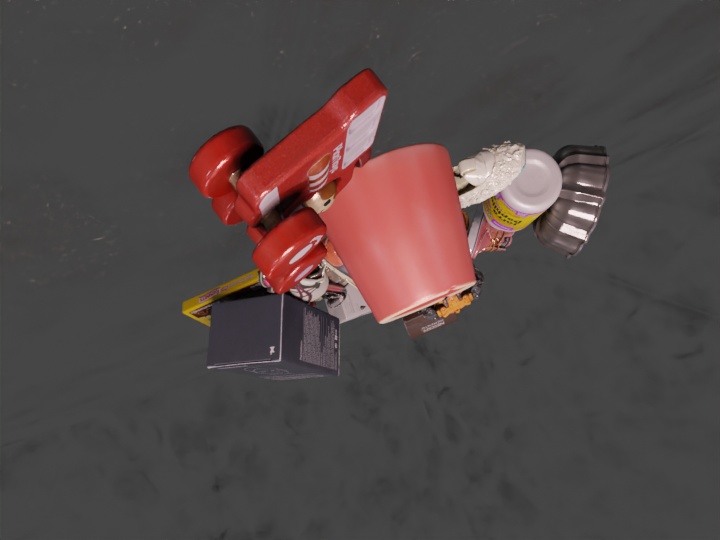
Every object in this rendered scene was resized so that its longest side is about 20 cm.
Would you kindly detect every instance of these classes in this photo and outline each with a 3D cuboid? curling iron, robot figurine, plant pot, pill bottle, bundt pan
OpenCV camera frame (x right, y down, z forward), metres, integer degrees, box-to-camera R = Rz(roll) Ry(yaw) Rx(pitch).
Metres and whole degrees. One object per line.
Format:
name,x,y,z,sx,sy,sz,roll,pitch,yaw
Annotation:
curling iron,-0.107,0.031,0.960,0.196,0.026,0.050,16,116,-34
robot figurine,0.150,0.007,0.978,0.142,0.059,0.202,-27,130,7
plant pot,0.057,-0.040,0.696,0.196,0.181,0.201,-21,170,-4
pill bottle,0.275,-0.130,0.926,0.102,0.107,0.200,-21,171,-1
bundt pan,0.367,-0.131,0.946,0.074,0.208,0.202,12,171,3

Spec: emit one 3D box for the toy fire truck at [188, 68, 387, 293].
toy fire truck,-0.049,-0.080,0.482,0.167,0.113,0.200,-39,175,-9

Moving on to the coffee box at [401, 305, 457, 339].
coffee box,0.122,0.028,1.135,0.110,0.203,0.080,-21,144,5

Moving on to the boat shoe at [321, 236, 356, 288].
boat shoe,0.000,0.000,0.933,0.061,0.073,0.199,-16,143,35

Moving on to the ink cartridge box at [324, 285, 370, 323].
ink cartridge box,0.009,0.042,1.249,0.197,0.119,0.067,-16,171,-37

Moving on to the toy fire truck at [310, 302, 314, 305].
toy fire truck,-0.179,0.115,1.138,0.196,0.144,0.049,-17,171,-27

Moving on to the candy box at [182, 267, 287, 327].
candy box,-0.207,0.051,0.927,0.196,0.027,0.102,-22,148,20

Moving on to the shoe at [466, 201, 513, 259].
shoe,0.261,-0.070,1.055,0.201,0.089,0.073,-55,167,-54

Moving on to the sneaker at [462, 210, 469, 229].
sneaker,0.125,-0.065,1.067,0.198,0.079,0.077,-37,165,21

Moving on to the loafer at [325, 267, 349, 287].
loafer,-0.068,0.008,1.032,0.062,0.074,0.199,-9,168,-31

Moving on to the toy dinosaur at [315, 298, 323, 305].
toy dinosaur,-0.090,0.060,1.352,0.196,0.048,0.088,-24,-174,8

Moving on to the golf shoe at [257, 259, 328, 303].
golf shoe,-0.087,0.013,0.858,0.086,0.080,0.199,-5,170,21

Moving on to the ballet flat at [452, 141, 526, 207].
ballet flat,0.147,-0.128,0.770,0.198,0.073,0.071,-30,168,37

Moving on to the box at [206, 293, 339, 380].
box,-0.142,0.122,0.902,0.145,0.110,0.199,-8,161,23
